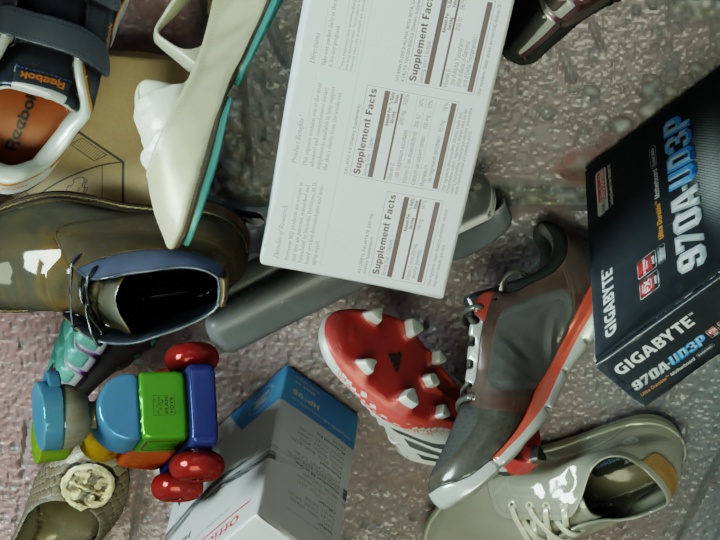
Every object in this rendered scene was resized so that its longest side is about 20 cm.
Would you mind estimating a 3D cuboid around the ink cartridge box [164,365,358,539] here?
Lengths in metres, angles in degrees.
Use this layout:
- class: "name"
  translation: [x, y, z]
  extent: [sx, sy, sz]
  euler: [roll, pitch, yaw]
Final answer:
- class: "ink cartridge box"
  translation: [-0.070, 0.168, 1.500]
  extent: [0.067, 0.200, 0.116]
  euler: [38, 119, -18]

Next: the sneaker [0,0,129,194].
- class: "sneaker"
  translation: [-0.176, -0.138, 1.338]
  extent: [0.078, 0.079, 0.201]
  euler: [14, 96, -11]

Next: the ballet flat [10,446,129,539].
- class: "ballet flat"
  translation: [-0.220, 0.195, 1.625]
  extent: [0.067, 0.046, 0.200]
  euler: [29, 121, -15]

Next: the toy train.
- class: "toy train"
  translation: [-0.159, 0.106, 1.489]
  extent: [0.115, 0.085, 0.200]
  euler: [0, 165, -15]

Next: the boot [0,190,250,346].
- class: "boot"
  translation: [-0.163, 0.000, 1.352]
  extent: [0.199, 0.097, 0.075]
  euler: [-7, 108, -1]

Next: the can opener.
- class: "can opener"
  translation: [0.000, 0.000, 1.451]
  extent: [0.199, 0.053, 0.067]
  euler: [-27, 130, 7]

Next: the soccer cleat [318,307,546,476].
- class: "soccer cleat"
  translation: [0.035, 0.086, 1.498]
  extent: [0.085, 0.069, 0.200]
  euler: [-23, 140, 40]

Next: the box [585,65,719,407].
- class: "box"
  translation: [0.204, -0.036, 1.338]
  extent: [0.046, 0.200, 0.159]
  euler: [40, 119, -23]

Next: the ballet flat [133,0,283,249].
- class: "ballet flat"
  translation: [-0.095, -0.109, 1.340]
  extent: [0.069, 0.201, 0.070]
  euler: [17, 160, 7]

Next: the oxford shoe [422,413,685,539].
- class: "oxford shoe"
  translation: [0.126, 0.158, 1.562]
  extent: [0.200, 0.058, 0.075]
  euler: [-25, 120, 22]

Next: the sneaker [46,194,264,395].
- class: "sneaker"
  translation: [-0.137, 0.030, 1.494]
  extent: [0.087, 0.075, 0.200]
  euler: [22, 122, -15]

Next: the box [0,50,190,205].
- class: "box"
  translation: [-0.195, -0.058, 1.424]
  extent: [0.199, 0.021, 0.164]
  euler: [6, 108, 13]

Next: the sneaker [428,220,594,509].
- class: "sneaker"
  translation: [0.086, 0.055, 1.447]
  extent: [0.082, 0.200, 0.077]
  euler: [36, 161, -2]

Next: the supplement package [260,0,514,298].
- class: "supplement package"
  translation: [0.017, -0.117, 1.328]
  extent: [0.110, 0.156, 0.201]
  euler: [11, 124, -3]

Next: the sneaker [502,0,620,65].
- class: "sneaker"
  translation: [0.175, -0.172, 1.328]
  extent: [0.115, 0.076, 0.200]
  euler: [31, 121, -18]
